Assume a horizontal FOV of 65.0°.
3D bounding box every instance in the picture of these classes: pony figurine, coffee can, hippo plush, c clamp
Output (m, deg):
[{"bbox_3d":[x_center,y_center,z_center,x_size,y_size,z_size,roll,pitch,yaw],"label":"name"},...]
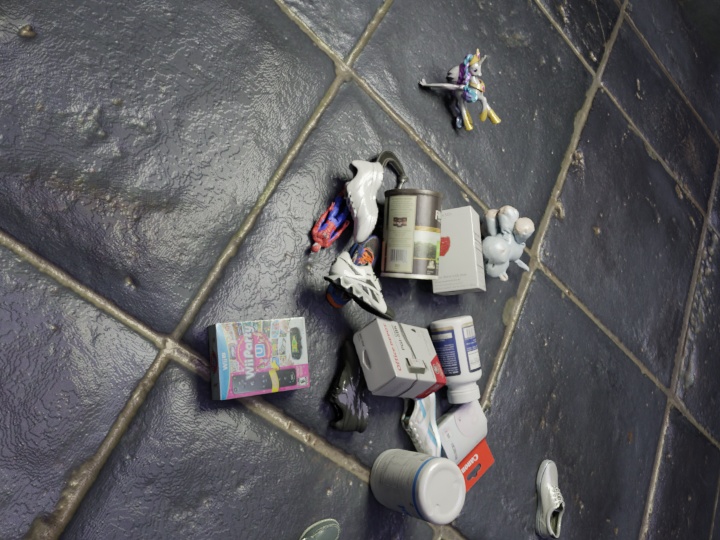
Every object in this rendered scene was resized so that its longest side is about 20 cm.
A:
[{"bbox_3d":[0.285,-0.494,1.550,0.165,0.191,0.204,-36,120,-28],"label":"pony figurine"},{"bbox_3d":[0.122,-0.084,1.358,0.143,0.145,0.206,3,90,-32],"label":"coffee can"},{"bbox_3d":[0.364,-0.061,1.536,0.160,0.158,0.203,-40,143,-29],"label":"hippo plush"},{"bbox_3d":[0.073,-0.192,1.428,0.170,0.027,0.204,33,66,-38],"label":"c clamp"}]

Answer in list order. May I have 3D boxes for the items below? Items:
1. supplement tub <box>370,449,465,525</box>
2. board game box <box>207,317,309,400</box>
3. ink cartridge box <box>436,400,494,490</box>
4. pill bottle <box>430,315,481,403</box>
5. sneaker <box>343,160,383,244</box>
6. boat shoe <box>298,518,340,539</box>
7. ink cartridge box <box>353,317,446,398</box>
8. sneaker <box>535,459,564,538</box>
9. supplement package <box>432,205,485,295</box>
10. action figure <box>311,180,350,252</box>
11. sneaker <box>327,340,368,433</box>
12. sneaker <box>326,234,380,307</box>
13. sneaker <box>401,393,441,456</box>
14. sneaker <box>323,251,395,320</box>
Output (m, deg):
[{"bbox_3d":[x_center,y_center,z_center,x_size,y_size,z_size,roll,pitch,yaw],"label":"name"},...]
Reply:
[{"bbox_3d":[0.124,0.472,1.248,0.129,0.199,0.136,6,77,-30],"label":"supplement tub"},{"bbox_3d":[-0.208,0.179,1.165,0.196,0.064,0.152,-2,82,-32],"label":"board game box"},{"bbox_3d":[0.271,0.447,1.440,0.161,0.057,0.203,-31,94,-33],"label":"ink cartridge box"},{"bbox_3d":[0.244,0.223,1.422,0.109,0.110,0.206,-7,85,-33],"label":"pill bottle"},{"bbox_3d":[-0.003,-0.161,1.317,0.085,0.074,0.206,11,75,-20],"label":"sneaker"},{"bbox_3d":[-0.111,0.588,1.156,0.197,0.061,0.074,-25,95,-33],"label":"boat shoe"},{"bbox_3d":[0.091,0.202,1.284,0.198,0.082,0.149,17,45,-47],"label":"ink cartridge box"},{"bbox_3d":[0.532,0.633,1.561,0.072,0.070,0.206,14,74,-30],"label":"sneaker"},{"bbox_3d":[0.244,-0.046,1.440,0.119,0.118,0.206,16,68,-67],"label":"supplement package"},{"bbox_3d":[-0.061,-0.121,1.325,0.065,0.051,0.202,43,63,-24],"label":"action figure"},{"bbox_3d":[-0.031,0.260,1.264,0.088,0.076,0.206,1,77,-22],"label":"sneaker"},{"bbox_3d":[0.000,0.000,1.322,0.075,0.078,0.203,39,63,-21],"label":"sneaker"},{"bbox_3d":[0.141,0.380,1.356,0.079,0.076,0.206,0,75,-25],"label":"sneaker"},{"bbox_3d":[0.017,0.034,1.241,0.199,0.073,0.090,40,71,-28],"label":"sneaker"}]
